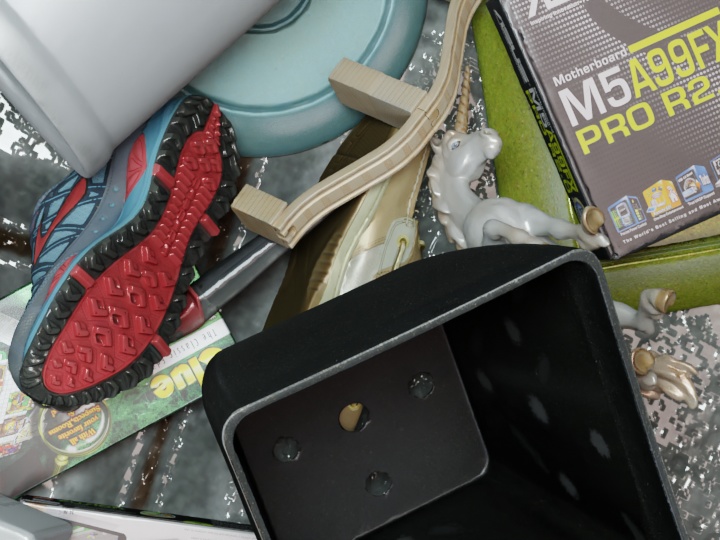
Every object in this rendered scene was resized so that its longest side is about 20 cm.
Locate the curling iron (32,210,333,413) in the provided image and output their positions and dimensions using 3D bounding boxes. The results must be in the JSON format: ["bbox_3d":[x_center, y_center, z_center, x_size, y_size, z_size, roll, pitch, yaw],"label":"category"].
[{"bbox_3d":[-0.099,0.013,1.224,0.199,0.026,0.050,-31,90,1],"label":"curling iron"}]

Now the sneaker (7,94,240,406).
[{"bbox_3d":[-0.139,-0.005,1.199,0.079,0.095,0.200,54,48,-32],"label":"sneaker"}]

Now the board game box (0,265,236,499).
[{"bbox_3d":[-0.172,0.058,1.249,0.199,0.023,0.105,-27,90,-6],"label":"board game box"}]

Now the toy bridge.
[{"bbox_3d":[0.015,-0.094,1.221,0.067,0.027,0.200,25,69,35],"label":"toy bridge"}]

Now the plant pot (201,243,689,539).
[{"bbox_3d":[0.026,0.096,1.137,0.199,0.177,0.200,-25,110,-12],"label":"plant pot"}]

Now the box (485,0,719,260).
[{"bbox_3d":[0.191,-0.116,1.235,0.199,0.044,0.161,-23,93,-6],"label":"box"}]

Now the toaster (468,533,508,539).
[{"bbox_3d":[0.067,0.238,1.204,0.200,0.114,0.129,45,52,8],"label":"toaster"}]

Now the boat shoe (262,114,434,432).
[{"bbox_3d":[0.000,0.000,1.252,0.066,0.074,0.201,27,83,-24],"label":"boat shoe"}]

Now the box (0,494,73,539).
[{"bbox_3d":[-0.276,0.169,1.175,0.199,0.106,0.153,22,88,5],"label":"box"}]

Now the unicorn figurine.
[{"bbox_3d":[0.096,-0.007,1.192,0.074,0.137,0.201,-28,102,-20],"label":"unicorn figurine"}]

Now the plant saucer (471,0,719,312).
[{"bbox_3d":[0.177,-0.076,1.279,0.199,0.048,0.201,-9,91,-7],"label":"plant saucer"}]

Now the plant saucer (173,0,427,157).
[{"bbox_3d":[-0.058,-0.165,1.263,0.199,0.027,0.201,0,90,-7],"label":"plant saucer"}]

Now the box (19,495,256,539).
[{"bbox_3d":[-0.099,0.193,1.250,0.199,0.035,0.111,9,89,-7],"label":"box"}]

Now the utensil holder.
[{"bbox_3d":[-0.122,-0.176,1.161,0.200,0.170,0.170,-41,94,-8],"label":"utensil holder"}]
